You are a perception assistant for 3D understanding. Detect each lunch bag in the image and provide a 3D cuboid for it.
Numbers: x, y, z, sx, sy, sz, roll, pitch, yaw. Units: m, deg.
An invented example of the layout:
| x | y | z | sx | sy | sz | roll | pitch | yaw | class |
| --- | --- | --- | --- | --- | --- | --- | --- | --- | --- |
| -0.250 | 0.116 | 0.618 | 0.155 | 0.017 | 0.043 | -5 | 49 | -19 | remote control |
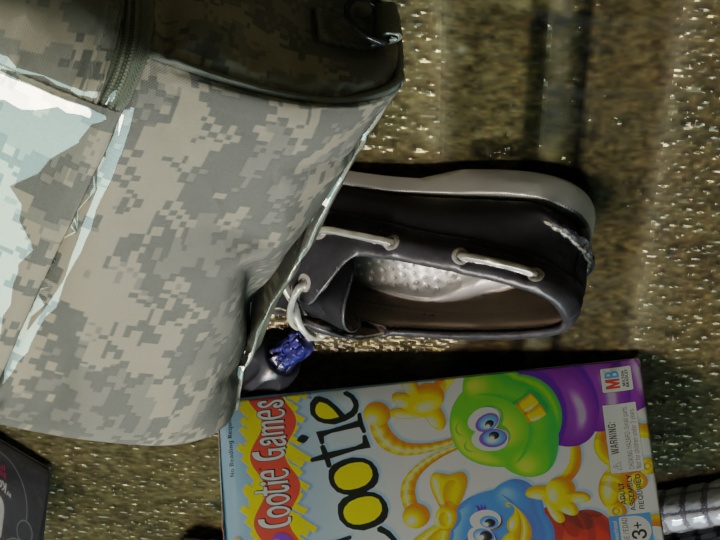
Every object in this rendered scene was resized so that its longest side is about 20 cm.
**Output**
| x | y | z | sx | sy | sz | roll | pitch | yaw | class |
| --- | --- | --- | --- | --- | --- | --- | --- | --- | --- |
| -0.091 | -0.036 | 0.982 | 0.167 | 0.140 | 0.201 | 19 | 126 | -14 | lunch bag |

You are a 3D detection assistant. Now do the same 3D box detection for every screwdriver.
| x | y | z | sx | sy | sz | roll | pitch | yaw | class |
| --- | --- | --- | --- | --- | --- | --- | --- | --- | --- |
| -0.018 | 0.023 | 1.234 | 0.029 | 0.028 | 0.200 | -11 | 161 | -36 | screwdriver |

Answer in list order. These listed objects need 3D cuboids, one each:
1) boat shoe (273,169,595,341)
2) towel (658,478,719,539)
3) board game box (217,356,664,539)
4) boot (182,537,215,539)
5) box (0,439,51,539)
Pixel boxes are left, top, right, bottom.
| x | y | z | sx | sy | sz | roll | pitch | yaw | class |
| --- | --- | --- | --- | --- | --- | --- | --- | --- | --- |
| 0.000 | 0.000 | 1.145 | 0.198 | 0.061 | 0.074 | 0 | 144 | 12 | boat shoe |
| 0.173 | 0.191 | 1.436 | 0.164 | 0.086 | 0.200 | -11 | 147 | 25 | towel |
| 0.039 | 0.118 | 1.280 | 0.198 | 0.104 | 0.105 | -6 | 151 | 3 | board game box |
| -0.023 | 0.213 | 1.537 | 0.198 | 0.073 | 0.182 | 8 | 153 | -19 | boot |
| -0.275 | 0.145 | 1.404 | 0.199 | 0.107 | 0.122 | -15 | 147 | 31 | box |
